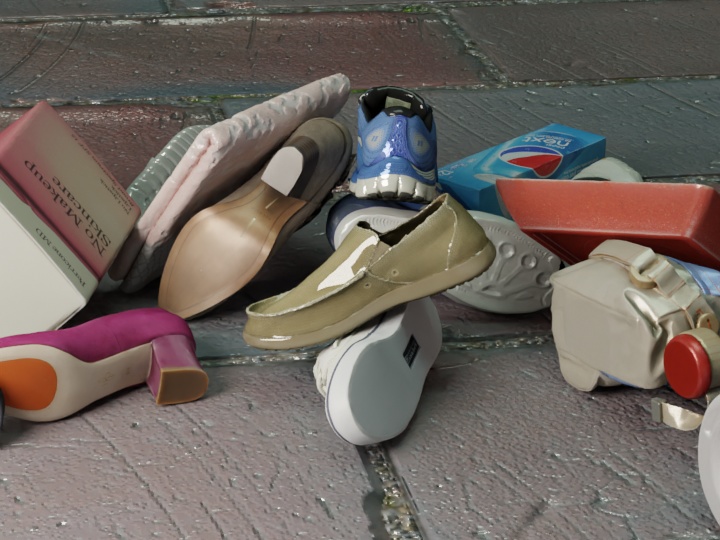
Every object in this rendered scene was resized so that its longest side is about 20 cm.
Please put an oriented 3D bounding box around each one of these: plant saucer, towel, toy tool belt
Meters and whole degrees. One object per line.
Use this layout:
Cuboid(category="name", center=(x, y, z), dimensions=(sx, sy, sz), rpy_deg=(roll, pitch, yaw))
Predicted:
Cuboid(category="plant saucer", center=(0.232, -0.017, 1.602), dimensions=(0.199, 0.037, 0.200), rpy_deg=(4, -19, 40))
Cuboid(category="towel", center=(-0.108, -0.076, 1.706), dimensions=(0.032, 0.191, 0.200), rpy_deg=(45, 35, 10))
Cuboid(category="toy tool belt", center=(0.237, 0.039, 1.499), dimensions=(0.122, 0.126, 0.200), rpy_deg=(-13, 17, -27))

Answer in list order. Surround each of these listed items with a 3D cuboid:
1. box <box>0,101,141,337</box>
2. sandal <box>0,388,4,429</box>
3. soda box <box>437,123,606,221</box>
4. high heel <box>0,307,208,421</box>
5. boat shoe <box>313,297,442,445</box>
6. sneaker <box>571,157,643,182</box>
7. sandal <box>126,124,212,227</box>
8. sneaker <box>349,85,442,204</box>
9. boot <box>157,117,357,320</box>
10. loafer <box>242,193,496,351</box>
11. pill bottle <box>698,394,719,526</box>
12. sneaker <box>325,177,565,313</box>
Cuboid(category="box", center=(-0.267, -0.028, 1.583), dimensions=(0.109, 0.128, 0.200), rpy_deg=(-36, 14, 18))
Cuboid(category="sandal", center=(-0.350, 0.092, 1.415), dimensions=(0.199, 0.076, 0.043), rpy_deg=(9, 23, -10))
Cuboid(category="soda box", center=(0.142, -0.074, 1.842), dimensions=(0.064, 0.068, 0.200), rpy_deg=(18, 28, 36))
Cuboid(category="high heel", center=(-0.215, 0.061, 1.495), dimensions=(0.199, 0.068, 0.096), rpy_deg=(7, 28, -29))
Cuboid(category="boat shoe", center=(0.001, 0.075, 1.495), dimensions=(0.070, 0.071, 0.200), rpy_deg=(-19, 18, 24))
Cuboid(category="sneaker", center=(0.237, -0.032, 1.765), dimensions=(0.087, 0.076, 0.200), rpy_deg=(-26, 28, -20))
Cuboid(category="sandal", center=(-0.164, -0.078, 1.850), dimensions=(0.050, 0.083, 0.202), rpy_deg=(-36, 0, 37))
Cuboid(category="sneaker", center=(0.033, -0.099, 1.597), dimensions=(0.078, 0.090, 0.200), rpy_deg=(6, 3, -3))
Cuboid(category="boot", center=(-0.077, -0.042, 1.676), dimensions=(0.070, 0.200, 0.146), rpy_deg=(44, 12, 7))
Cuboid(category="loafer", center=(0.000, 0.000, 1.508), dimensions=(0.199, 0.068, 0.076), rpy_deg=(-22, 12, -3))
Cuboid(category="pill bottle", center=(0.334, 0.117, 1.337), dimensions=(0.199, 0.113, 0.112), rpy_deg=(-10, 25, -23))
Cuboid(category="sneaker", center=(0.069, -0.025, 1.707), dimensions=(0.199, 0.081, 0.147), rpy_deg=(10, 12, -5))
